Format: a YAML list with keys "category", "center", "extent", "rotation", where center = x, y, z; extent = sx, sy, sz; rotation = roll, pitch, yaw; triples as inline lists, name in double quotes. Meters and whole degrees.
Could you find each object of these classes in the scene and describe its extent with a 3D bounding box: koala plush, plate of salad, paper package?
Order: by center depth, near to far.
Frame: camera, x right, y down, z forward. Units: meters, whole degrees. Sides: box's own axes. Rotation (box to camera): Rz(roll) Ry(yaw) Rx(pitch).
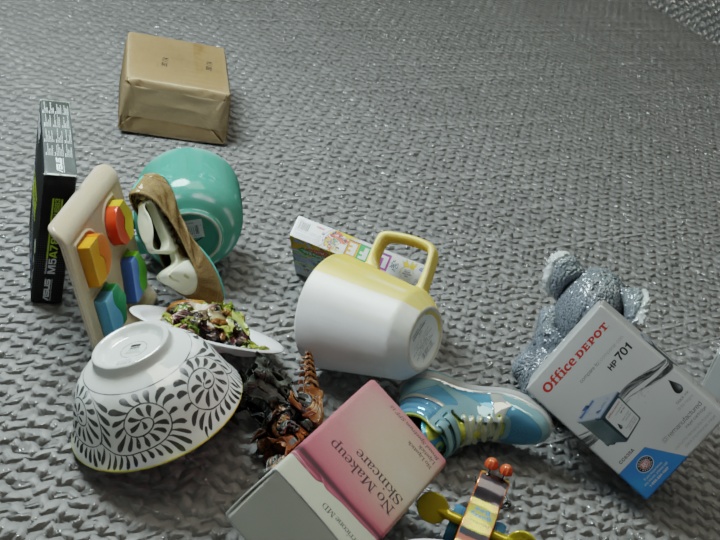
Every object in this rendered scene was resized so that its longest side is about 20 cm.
- category: "plate of salad"
  center: [-0.188, 0.064, 1.338]
  extent: [0.198, 0.049, 0.200]
  rotation: [17, 3, -1]
- category: "koala plush"
  center: [0.303, 0.084, 1.445]
  extent: [0.177, 0.201, 0.183]
  rotation: [33, 36, 24]
- category: "paper package"
  center: [-0.325, -0.318, 1.875]
  extent: [0.189, 0.104, 0.201]
  rotation: [7, 32, -17]

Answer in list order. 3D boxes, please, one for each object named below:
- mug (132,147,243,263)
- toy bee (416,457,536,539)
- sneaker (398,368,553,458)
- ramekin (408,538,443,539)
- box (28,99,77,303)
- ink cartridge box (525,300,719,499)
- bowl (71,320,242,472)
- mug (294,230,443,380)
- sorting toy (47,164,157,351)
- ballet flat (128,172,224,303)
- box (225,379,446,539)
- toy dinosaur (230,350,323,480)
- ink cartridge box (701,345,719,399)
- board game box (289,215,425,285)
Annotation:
- category: "mug"
  center: [-0.249, -0.066, 1.499]
  extent: [0.151, 0.185, 0.115]
  rotation: [28, 27, -29]
- category: "toy bee"
  center: [0.126, 0.263, 1.178]
  extent: [0.129, 0.110, 0.201]
  rotation: [9, 32, -7]
- category: "sneaker"
  center: [0.132, 0.198, 1.312]
  extent: [0.198, 0.080, 0.131]
  rotation: [12, 29, 12]
- category: "ramekin"
  center: [0.075, 0.362, 1.011]
  extent: [0.198, 0.098, 0.201]
  rotation: [11, 33, -7]
- category: "box"
  center: [-0.405, -0.092, 1.403]
  extent: [0.047, 0.195, 0.201]
  rotation: [1, 35, -19]
- category: "ink cartridge box"
  center: [0.327, 0.157, 1.333]
  extent: [0.200, 0.147, 0.086]
  rotation: [41, 12, 8]
- category: "bowl"
  center: [-0.238, 0.118, 1.174]
  extent: [0.199, 0.095, 0.201]
  rotation: [-13, 28, 7]
- category: "mug"
  center: [0.022, 0.050, 1.349]
  extent: [0.152, 0.189, 0.149]
  rotation: [15, 11, 34]
- category: "sorting toy"
  center: [-0.307, -0.007, 1.327]
  extent: [0.036, 0.202, 0.186]
  rotation: [-7, 29, 13]
- category: "ballet flat"
  center: [-0.246, -0.029, 1.393]
  extent: [0.067, 0.202, 0.072]
  rotation: [-15, 14, 33]
- category: "box"
  center: [-0.021, 0.229, 1.127]
  extent: [0.128, 0.109, 0.200]
  rotation: [47, 37, 5]
- category: "toy dinosaur"
  center: [-0.092, 0.171, 1.258]
  extent: [0.135, 0.102, 0.200]
  rotation: [33, 17, -11]
- category: "ink cartridge box"
  center: [0.615, 0.165, 1.570]
  extent: [0.199, 0.085, 0.146]
  rotation: [29, 34, 19]
- category: "board game box"
  center: [0.000, 0.000, 1.508]
  extent: [0.198, 0.135, 0.034]
  rotation: [22, 69, 10]
